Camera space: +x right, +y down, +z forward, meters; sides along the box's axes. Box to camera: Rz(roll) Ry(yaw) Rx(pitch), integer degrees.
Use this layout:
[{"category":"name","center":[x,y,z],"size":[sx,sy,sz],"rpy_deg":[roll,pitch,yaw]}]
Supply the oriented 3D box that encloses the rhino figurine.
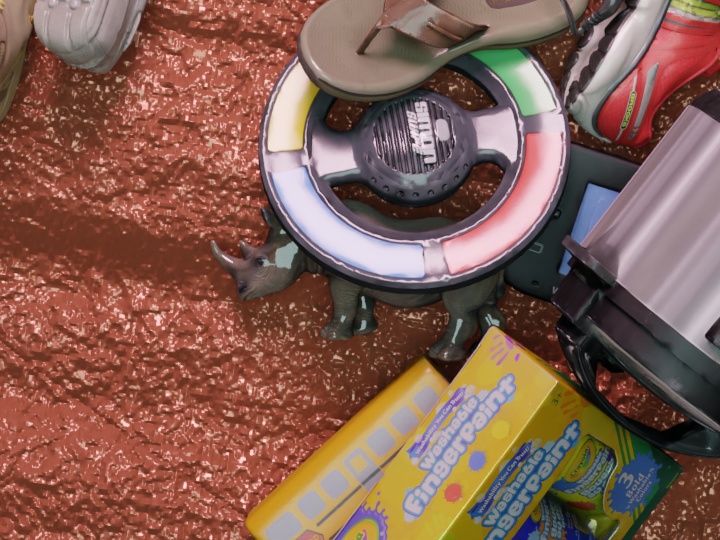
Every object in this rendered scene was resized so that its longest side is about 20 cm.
[{"category":"rhino figurine","center":[0.000,0.000,1.685],"size":[0.198,0.060,0.088],"rpy_deg":[10,99,7]}]

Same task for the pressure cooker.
[{"category":"pressure cooker","center":[0.219,0.015,1.588],"size":[0.176,0.179,0.200],"rpy_deg":[40,95,13]}]

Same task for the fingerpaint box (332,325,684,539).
[{"category":"fingerpaint box","center":[0.086,0.160,1.641],"size":[0.200,0.167,0.073],"rpy_deg":[-53,48,3]}]

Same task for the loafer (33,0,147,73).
[{"category":"loafer","center":[-0.152,-0.224,1.672],"size":[0.070,0.070,0.201],"rpy_deg":[15,80,29]}]

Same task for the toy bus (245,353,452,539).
[{"category":"toy bus","center":[-0.006,0.150,1.692],"size":[0.200,0.065,0.078],"rpy_deg":[-43,92,3]}]

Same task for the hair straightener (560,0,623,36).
[{"category":"hair straightener","center":[0.156,-0.247,1.660],"size":[0.076,0.041,0.202],"rpy_deg":[18,84,0]}]

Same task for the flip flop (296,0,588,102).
[{"category":"flip flop","center":[0.053,-0.165,1.646],"size":[0.198,0.058,0.082],"rpy_deg":[-15,62,-13]}]

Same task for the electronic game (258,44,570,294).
[{"category":"electronic game","center":[0.034,-0.079,1.654],"size":[0.198,0.042,0.202],"rpy_deg":[0,66,1]}]

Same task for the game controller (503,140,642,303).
[{"category":"game controller","center":[0.189,-0.012,1.691],"size":[0.199,0.042,0.105],"rpy_deg":[18,94,0]}]

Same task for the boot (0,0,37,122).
[{"category":"boot","center":[-0.238,-0.183,1.627],"size":[0.072,0.155,0.202],"rpy_deg":[14,94,0]}]

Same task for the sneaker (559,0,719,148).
[{"category":"sneaker","center":[0.209,-0.168,1.676],"size":[0.085,0.077,0.201],"rpy_deg":[33,99,-20]}]
